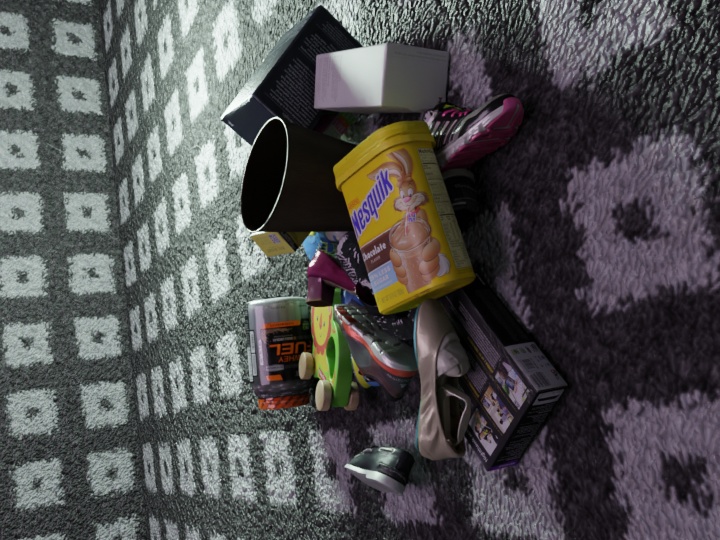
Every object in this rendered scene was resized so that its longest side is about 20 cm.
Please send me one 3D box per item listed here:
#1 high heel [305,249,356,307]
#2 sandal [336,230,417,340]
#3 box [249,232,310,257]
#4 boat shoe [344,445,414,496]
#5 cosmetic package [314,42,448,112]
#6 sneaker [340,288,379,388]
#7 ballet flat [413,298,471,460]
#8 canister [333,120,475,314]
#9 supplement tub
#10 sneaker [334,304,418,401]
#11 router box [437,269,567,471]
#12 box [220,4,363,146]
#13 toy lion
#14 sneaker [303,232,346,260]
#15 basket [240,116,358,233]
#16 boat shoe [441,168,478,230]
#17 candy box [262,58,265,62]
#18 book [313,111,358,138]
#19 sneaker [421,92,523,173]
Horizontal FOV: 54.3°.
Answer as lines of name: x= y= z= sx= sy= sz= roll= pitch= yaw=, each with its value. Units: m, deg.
high heel: x=0.000 y=0.000 z=1.073 sx=0.199 sy=0.067 sz=0.097 roll=-5 pitch=67 yaw=28
sandal: x=0.018 y=0.023 z=0.972 sx=0.201 sy=0.048 sz=0.076 roll=49 pitch=120 yaw=34
box: x=-0.088 y=-0.109 z=1.119 sx=0.075 sy=0.200 sz=0.050 roll=-7 pitch=129 yaw=47
boat shoe: x=0.032 y=0.302 z=1.082 sx=0.060 sy=0.075 sz=0.200 roll=-59 pitch=13 yaw=-18
cosmetic package: x=0.024 y=-0.268 z=1.002 sx=0.200 sy=0.107 sz=0.085 roll=17 pitch=106 yaw=57
sneaker: x=0.021 y=0.084 z=1.097 sx=0.078 sy=0.066 sz=0.201 roll=-26 pitch=54 yaw=20
ballet flat: x=0.104 y=0.134 z=0.847 sx=0.069 sy=0.069 sz=0.201 roll=15 pitch=109 yaw=59
canister: x=0.052 y=-0.060 z=0.868 sx=0.148 sy=0.086 sz=0.201 roll=-30 pitch=73 yaw=51
supplement tub: x=-0.151 y=0.154 z=1.321 sx=0.122 sy=0.122 sz=0.201 roll=-14 pitch=81 yaw=59
sneaker: x=0.008 y=0.115 z=1.000 sx=0.200 sy=0.077 sz=0.082 roll=46 pitch=126 yaw=55
router box: x=0.150 y=0.120 z=0.869 sx=0.200 sy=0.051 sz=0.150 roll=59 pitch=141 yaw=40
box: x=-0.109 y=-0.300 z=1.134 sx=0.200 sy=0.107 sz=0.148 roll=-58 pitch=24 yaw=-19
toy lion: x=-0.050 y=0.111 z=1.178 sx=0.200 sy=0.068 sz=0.193 roll=-137 pitch=53 yaw=-67
sneaker: x=-0.049 y=-0.055 z=1.176 sx=0.200 sy=0.075 sz=0.106 roll=-146 pitch=42 yaw=-62
basket: x=-0.048 y=-0.122 z=1.006 sx=0.180 sy=0.199 sz=0.137 roll=-53 pitch=43 yaw=44
boat shoe: x=0.090 y=-0.050 z=0.940 sx=0.200 sy=0.072 sz=0.068 roll=-50 pitch=47 yaw=47
candy box: x=-0.159 y=-0.296 z=1.366 sx=0.117 sy=0.056 sz=0.201 roll=-53 pitch=47 yaw=49
book: x=-0.098 y=-0.194 z=1.155 sx=0.200 sy=0.048 sz=0.133 roll=-52 pitch=28 yaw=-15
sneaker: x=0.121 y=-0.178 z=0.873 sx=0.200 sy=0.073 sz=0.088 roll=-34 pitch=70 yaw=61
